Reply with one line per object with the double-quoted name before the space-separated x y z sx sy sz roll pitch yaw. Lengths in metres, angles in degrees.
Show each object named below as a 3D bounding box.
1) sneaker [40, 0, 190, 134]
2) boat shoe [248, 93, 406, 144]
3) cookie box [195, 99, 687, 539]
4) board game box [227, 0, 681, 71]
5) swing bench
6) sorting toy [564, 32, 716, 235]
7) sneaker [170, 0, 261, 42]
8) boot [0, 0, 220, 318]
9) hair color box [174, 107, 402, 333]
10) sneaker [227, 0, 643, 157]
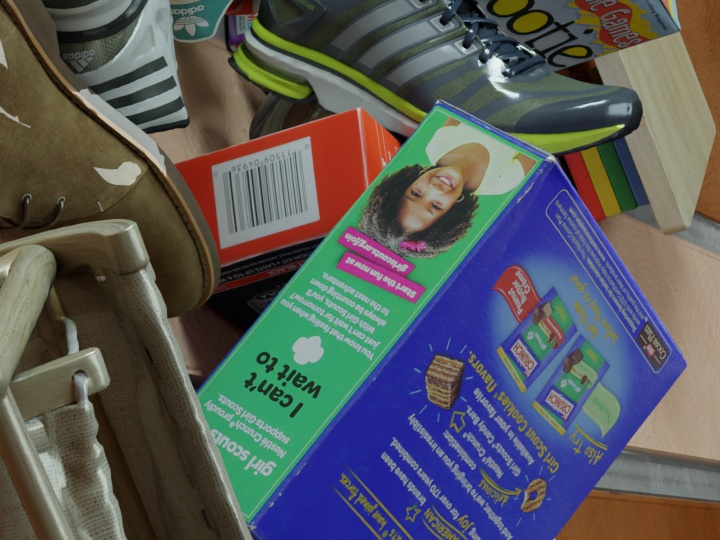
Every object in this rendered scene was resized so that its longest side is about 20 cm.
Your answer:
"sneaker" -0.107 -0.126 1.149 0.201 0.076 0.115 -84 171 -49
"boat shoe" 0.021 -0.034 1.386 0.200 0.072 0.076 31 89 -53
"cookie box" 0.029 0.060 1.191 0.200 0.075 0.171 -51 138 -12
"board game box" 0.044 -0.155 1.387 0.103 0.200 0.105 48 31 -50
"swing bench" -0.099 0.103 0.897 0.200 0.130 0.199 -50 120 -68
"sorting toy" 0.171 -0.142 1.916 0.199 0.070 0.200 -61 131 -64
"sneaker" -0.069 -0.174 1.323 0.200 0.070 0.093 -71 157 -62
"boot" -0.126 -0.036 1.055 0.200 0.074 0.075 52 47 -37
"hair color box" 0.000 0.000 1.289 0.200 0.101 0.061 37 41 -58
"sneaker" 0.034 -0.101 1.251 0.074 0.200 0.081 -21 126 -63
